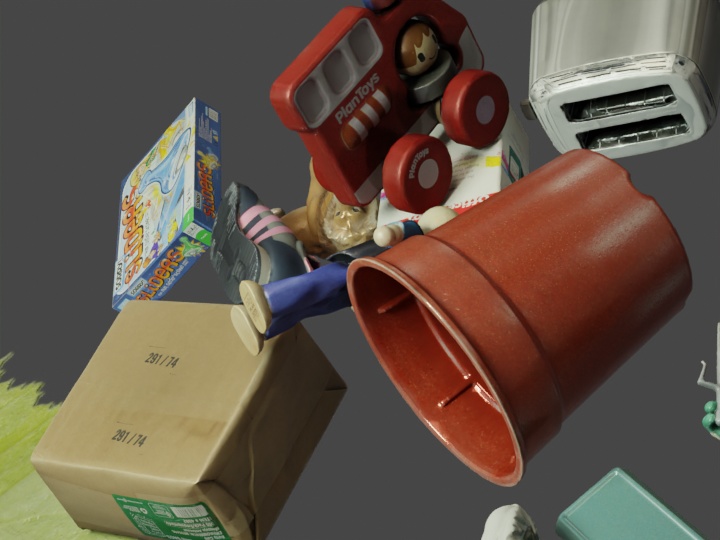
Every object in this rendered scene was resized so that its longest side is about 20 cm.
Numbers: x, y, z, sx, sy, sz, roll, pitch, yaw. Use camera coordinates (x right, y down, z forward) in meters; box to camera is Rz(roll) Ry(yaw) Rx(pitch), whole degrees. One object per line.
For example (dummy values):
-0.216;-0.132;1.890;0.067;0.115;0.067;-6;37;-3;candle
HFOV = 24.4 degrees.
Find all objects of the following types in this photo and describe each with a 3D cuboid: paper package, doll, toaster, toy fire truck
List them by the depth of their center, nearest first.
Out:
0.000;0.000;1.300;0.200;0.137;0.049;-23;69;-24;doll
-0.143;0.126;1.375;0.200;0.104;0.191;2;50;37;paper package
0.024;-0.154;1.395;0.112;0.168;0.200;18;59;43;toy fire truck
0.235;-0.175;1.429;0.200;0.114;0.129;-8;47;26;toaster

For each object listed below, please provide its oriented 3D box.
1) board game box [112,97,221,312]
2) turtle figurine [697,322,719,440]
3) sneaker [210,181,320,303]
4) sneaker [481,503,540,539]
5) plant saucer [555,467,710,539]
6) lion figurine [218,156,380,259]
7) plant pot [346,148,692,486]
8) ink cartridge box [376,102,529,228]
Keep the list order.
-0.188;-0.062;1.632;0.135;0.034;0.200;-45;30;27;board game box
0.312;0.102;1.074;0.150;0.101;0.200;-33;50;25;turtle figurine
-0.081;-0.014;1.460;0.200;0.082;0.070;-114;44;-60;sneaker
0.070;0.243;1.115;0.099;0.078;0.200;-12;41;31;sneaker
0.207;0.199;1.109;0.070;0.019;0.200;-39;38;-7;plant saucer
-0.061;-0.034;1.536;0.200;0.072;0.123;-30;42;28;lion figurine
0.127;0.022;1.236;0.195;0.201;0.201;-35;36;-16;plant pot
0.082;-0.056;1.442;0.116;0.067;0.200;-16;40;22;ink cartridge box
